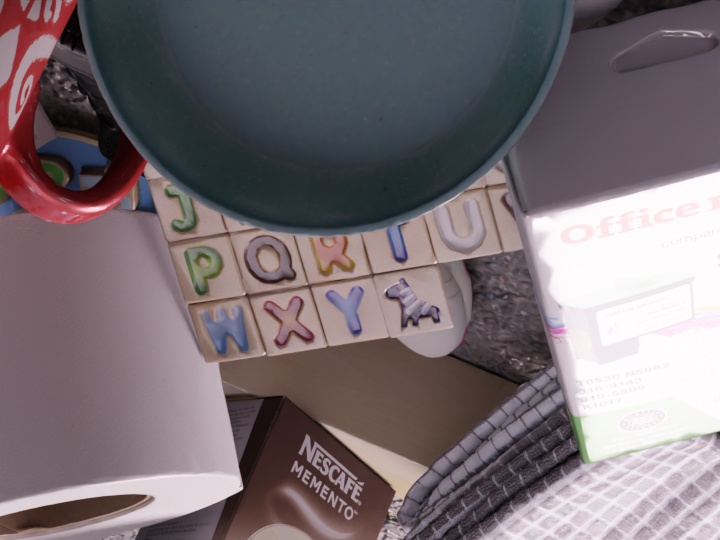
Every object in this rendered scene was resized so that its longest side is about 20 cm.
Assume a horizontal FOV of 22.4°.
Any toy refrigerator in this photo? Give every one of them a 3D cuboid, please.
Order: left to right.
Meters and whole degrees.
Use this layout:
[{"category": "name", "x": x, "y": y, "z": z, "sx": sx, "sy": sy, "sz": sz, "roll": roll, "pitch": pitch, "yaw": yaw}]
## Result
[{"category": "toy refrigerator", "x": 0.011, "y": 0.086, "z": 1.122, "sx": 0.199, "sy": 0.076, "sz": 0.070, "roll": 22, "pitch": 152, "yaw": 3}]

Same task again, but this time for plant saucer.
[{"category": "plant saucer", "x": -0.013, "y": -0.114, "z": 0.718, "sx": 0.199, "sy": 0.201, "sz": 0.036, "roll": 19, "pitch": -174, "yaw": 10}]

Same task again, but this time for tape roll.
[{"category": "tape roll", "x": -0.172, "y": 0.065, "z": 0.948, "sx": 0.201, "sy": 0.140, "sz": 0.203, "roll": -13, "pitch": 167, "yaw": -3}]

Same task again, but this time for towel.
[{"category": "towel", "x": 0.141, "y": 0.139, "z": 1.017, "sx": 0.165, "sy": 0.086, "sz": 0.200, "roll": 37, "pitch": 118, "yaw": -22}]

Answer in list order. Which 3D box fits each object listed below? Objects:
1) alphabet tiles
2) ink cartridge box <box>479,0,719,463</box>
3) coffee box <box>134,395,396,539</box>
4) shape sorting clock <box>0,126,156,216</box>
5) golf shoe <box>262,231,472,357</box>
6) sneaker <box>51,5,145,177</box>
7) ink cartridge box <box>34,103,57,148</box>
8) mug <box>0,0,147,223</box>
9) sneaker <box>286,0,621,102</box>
[{"category": "alphabet tiles", "x": -0.007, "y": -0.044, "z": 0.859, "sx": 0.199, "sy": 0.008, "sz": 0.168, "roll": -9, "pitch": 110, "yaw": 20}, {"category": "ink cartridge box", "x": 0.143, "y": -0.014, "z": 0.779, "sx": 0.144, "sy": 0.084, "sz": 0.200, "roll": -14, "pitch": 143, "yaw": 6}, {"category": "coffee box", "x": -0.073, "y": 0.187, "z": 1.064, "sx": 0.079, "sy": 0.201, "sz": 0.114, "roll": -8, "pitch": 139, "yaw": 44}, {"category": "shape sorting clock", "x": -0.176, "y": 0.010, "z": 1.077, "sx": 0.199, "sy": 0.039, "sz": 0.201, "roll": 3, "pitch": 117, "yaw": 7}, {"category": "golf shoe", "x": 0.000, "y": 0.000, "z": 0.967, "sx": 0.075, "sy": 0.092, "sz": 0.200, "roll": 4, "pitch": 147, "yaw": 31}, {"category": "sneaker", "x": -0.118, "y": -0.092, "z": 0.933, "sx": 0.199, "sy": 0.060, "sz": 0.104, "roll": 29, "pitch": 147, "yaw": -15}, {"category": "ink cartridge box", "x": -0.257, "y": -0.111, "z": 0.885, "sx": 0.088, "sy": 0.145, "sz": 0.200, "roll": 47, "pitch": 166, "yaw": 38}, {"category": "mug", "x": -0.162, "y": -0.125, "z": 0.762, "sx": 0.133, "sy": 0.201, "sz": 0.178, "roll": 6, "pitch": 148, "yaw": 29}, {"category": "sneaker", "x": 0.024, "y": -0.098, "z": 0.765, "sx": 0.199, "sy": 0.081, "sz": 0.077, "roll": -14, "pitch": 128, "yaw": 27}]
